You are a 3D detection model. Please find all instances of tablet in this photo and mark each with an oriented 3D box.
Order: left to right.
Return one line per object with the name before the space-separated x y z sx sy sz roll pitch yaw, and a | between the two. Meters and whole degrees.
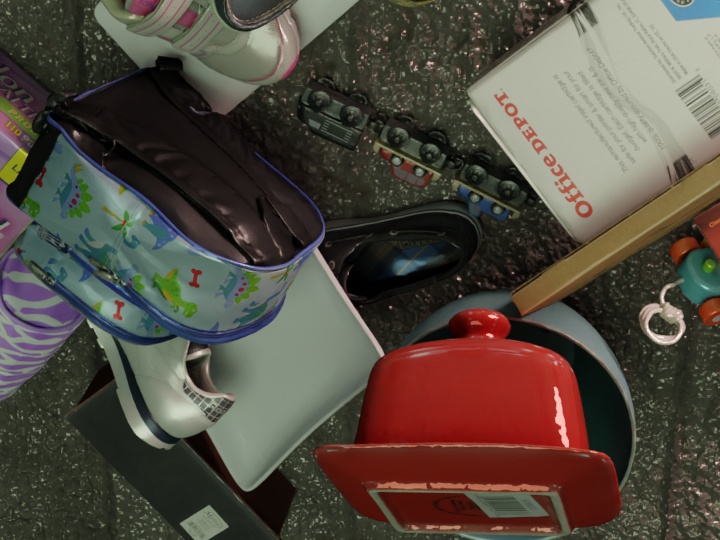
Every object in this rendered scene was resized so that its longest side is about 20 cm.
tablet | -0.095 -0.209 1.247 0.200 0.014 0.130 -37 105 25

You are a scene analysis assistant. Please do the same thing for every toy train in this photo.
toy train | 0.042 -0.088 1.269 0.200 0.034 0.046 25 122 -1
toy train | 0.314 0.040 1.214 0.200 0.150 0.056 27 140 2

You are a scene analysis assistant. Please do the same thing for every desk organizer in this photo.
desk organizer | -0.149 0.158 1.407 0.072 0.077 0.200 -35 105 25

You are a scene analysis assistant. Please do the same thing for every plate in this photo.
plate | -0.079 0.044 1.311 0.200 0.032 0.200 -44 70 35

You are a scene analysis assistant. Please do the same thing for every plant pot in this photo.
plant pot | 0.116 0.094 1.288 0.199 0.135 0.201 4 117 9

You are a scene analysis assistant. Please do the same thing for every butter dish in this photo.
butter dish | 0.081 0.099 1.149 0.199 0.148 0.200 0 158 12

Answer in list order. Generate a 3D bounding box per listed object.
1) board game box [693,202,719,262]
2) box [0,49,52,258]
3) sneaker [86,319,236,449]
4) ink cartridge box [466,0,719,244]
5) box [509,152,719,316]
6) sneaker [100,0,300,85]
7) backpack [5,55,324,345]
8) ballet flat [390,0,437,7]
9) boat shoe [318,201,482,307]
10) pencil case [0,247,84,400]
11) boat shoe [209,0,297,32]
board game box | 0.352 -0.047 1.180 0.200 0.019 0.103 -33 72 9
box | -0.342 -0.082 1.314 0.176 0.097 0.200 42 116 -10
sneaker | -0.168 0.041 1.329 0.080 0.076 0.200 -32 77 21
ink cartridge box | 0.199 -0.136 1.178 0.200 0.084 0.146 -34 99 25
box | 0.215 -0.037 1.192 0.200 0.163 0.021 -36 81 24
sneaker | -0.136 -0.197 1.203 0.200 0.088 0.081 33 118 -7
backpack | -0.138 -0.034 1.208 0.200 0.183 0.147 38 120 11
ballet flat | 0.099 -0.238 1.164 0.199 0.071 0.071 -19 111 19
boat shoe | 0.000 0.000 1.303 0.199 0.066 0.070 -12 113 18
pencil case | -0.286 0.044 1.335 0.085 0.084 0.200 15 150 -25
boat shoe | -0.027 -0.244 1.151 0.200 0.062 0.075 -44 120 3
